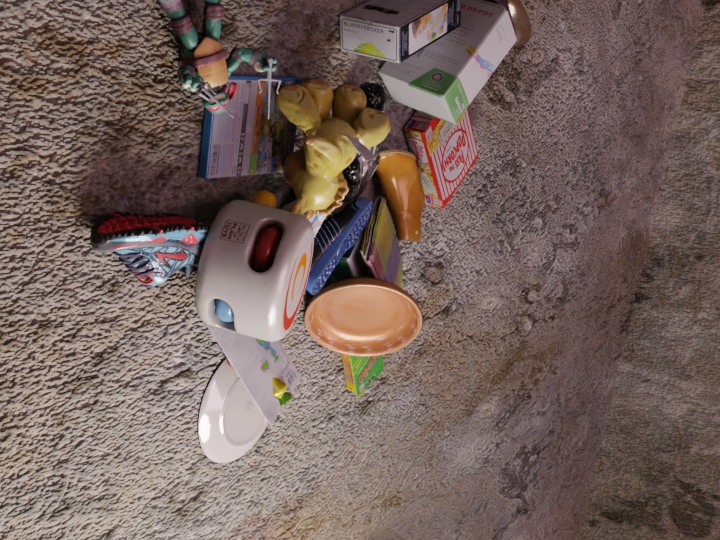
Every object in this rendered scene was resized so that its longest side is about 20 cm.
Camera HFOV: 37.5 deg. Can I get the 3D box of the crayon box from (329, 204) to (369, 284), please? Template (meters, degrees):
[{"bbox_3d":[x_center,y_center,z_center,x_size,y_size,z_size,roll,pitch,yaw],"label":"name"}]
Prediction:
[{"bbox_3d":[0.000,0.000,1.843,0.201,0.051,0.127,71,32,-44],"label":"crayon box"}]

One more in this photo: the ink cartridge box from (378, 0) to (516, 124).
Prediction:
[{"bbox_3d":[0.151,-0.368,1.814,0.200,0.145,0.088,-55,146,-13],"label":"ink cartridge box"}]

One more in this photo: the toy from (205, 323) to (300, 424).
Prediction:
[{"bbox_3d":[-0.173,0.126,1.622,0.201,0.047,0.115,58,37,-21],"label":"toy"}]

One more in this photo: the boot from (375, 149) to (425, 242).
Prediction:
[{"bbox_3d":[0.072,-0.126,1.871,0.201,0.070,0.145,23,63,-67],"label":"boot"}]

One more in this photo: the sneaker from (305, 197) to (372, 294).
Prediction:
[{"bbox_3d":[-0.057,-0.054,1.712,0.200,0.078,0.070,-54,163,-29],"label":"sneaker"}]

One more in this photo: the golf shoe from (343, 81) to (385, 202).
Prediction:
[{"bbox_3d":[-0.003,-0.211,1.749,0.094,0.077,0.201,-2,113,-69],"label":"golf shoe"}]

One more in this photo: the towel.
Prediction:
[{"bbox_3d":[0.040,-0.016,1.829,0.200,0.023,0.144,70,25,-48],"label":"towel"}]

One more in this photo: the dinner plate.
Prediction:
[{"bbox_3d":[-0.185,0.215,1.693,0.200,0.024,0.201,-34,131,-49],"label":"dinner plate"}]

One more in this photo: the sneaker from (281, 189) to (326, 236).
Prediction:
[{"bbox_3d":[-0.090,-0.078,1.661,0.200,0.072,0.073,-48,143,-32],"label":"sneaker"}]

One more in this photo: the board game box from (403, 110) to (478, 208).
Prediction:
[{"bbox_3d":[0.155,-0.242,2.010,0.152,0.046,0.200,-56,146,-27],"label":"board game box"}]

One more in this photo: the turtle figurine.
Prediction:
[{"bbox_3d":[-0.192,-0.272,1.365,0.150,0.100,0.201,-39,124,-42],"label":"turtle figurine"}]

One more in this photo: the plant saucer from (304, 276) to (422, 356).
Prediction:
[{"bbox_3d":[0.005,0.074,1.796,0.201,0.199,0.038,67,19,-47],"label":"plant saucer"}]

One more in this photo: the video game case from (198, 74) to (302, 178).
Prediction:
[{"bbox_3d":[-0.157,-0.210,1.536,0.200,0.018,0.144,-13,115,-56],"label":"video game case"}]

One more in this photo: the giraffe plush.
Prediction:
[{"bbox_3d":[-0.053,-0.165,1.575,0.172,0.201,0.163,2,133,-26],"label":"giraffe plush"}]

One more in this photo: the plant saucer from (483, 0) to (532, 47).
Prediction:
[{"bbox_3d":[0.215,-0.463,1.862,0.032,0.200,0.200,-47,144,-11],"label":"plant saucer"}]

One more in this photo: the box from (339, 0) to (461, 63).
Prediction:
[{"bbox_3d":[0.067,-0.404,1.717,0.200,0.116,0.060,-40,139,-46],"label":"box"}]

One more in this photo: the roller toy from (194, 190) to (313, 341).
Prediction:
[{"bbox_3d":[-0.153,-0.004,1.497,0.182,0.139,0.201,-53,156,-74],"label":"roller toy"}]

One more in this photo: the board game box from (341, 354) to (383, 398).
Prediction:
[{"bbox_3d":[0.000,0.134,1.957,0.096,0.030,0.201,-44,136,-39],"label":"board game box"}]

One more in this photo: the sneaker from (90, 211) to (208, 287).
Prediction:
[{"bbox_3d":[-0.272,-0.021,1.379,0.200,0.079,0.096,-2,108,-58],"label":"sneaker"}]
